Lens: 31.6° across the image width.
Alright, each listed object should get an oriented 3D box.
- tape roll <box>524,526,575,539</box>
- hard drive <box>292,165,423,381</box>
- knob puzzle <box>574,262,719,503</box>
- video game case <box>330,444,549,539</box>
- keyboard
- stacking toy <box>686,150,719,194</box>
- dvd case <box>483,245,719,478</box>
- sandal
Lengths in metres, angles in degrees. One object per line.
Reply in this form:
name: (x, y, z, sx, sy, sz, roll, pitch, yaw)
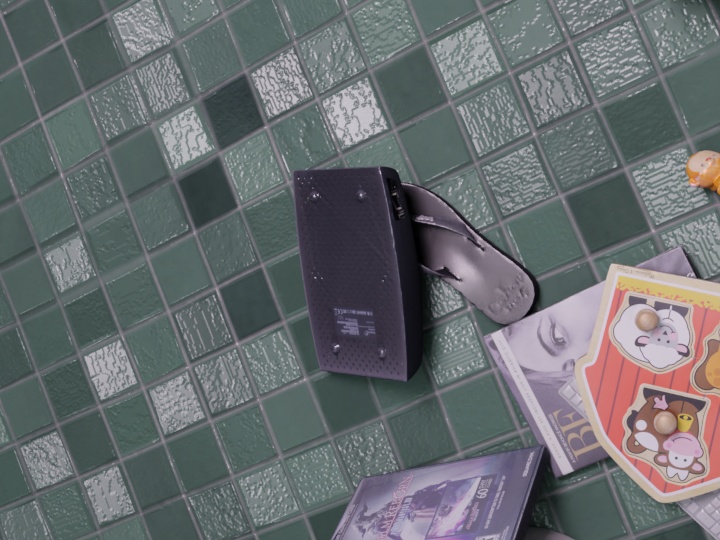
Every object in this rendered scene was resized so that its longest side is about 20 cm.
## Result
tape roll: (0.139, 0.346, 1.147, 0.202, 0.139, 0.203, 2, 94, 24)
hard drive: (0.000, 0.000, 1.204, 0.135, 0.042, 0.200, 2, 103, 46)
knob puzzle: (0.282, 0.108, 1.100, 0.219, 0.030, 0.220, 2, 97, 13)
video game case: (0.066, 0.224, 1.162, 0.200, 0.143, 0.019, -14, 114, 28)
keyboard: (0.267, 0.158, 1.132, 0.200, 0.011, 0.056, 43, 108, 6)
stacking toy: (0.351, -0.045, 1.058, 0.116, 0.110, 0.200, -40, 56, -11)
dvd case: (0.230, 0.085, 1.145, 0.200, 0.016, 0.149, -27, 92, 23)
sandal: (0.078, -0.022, 1.198, 0.200, 0.043, 0.076, 31, 105, 18)
